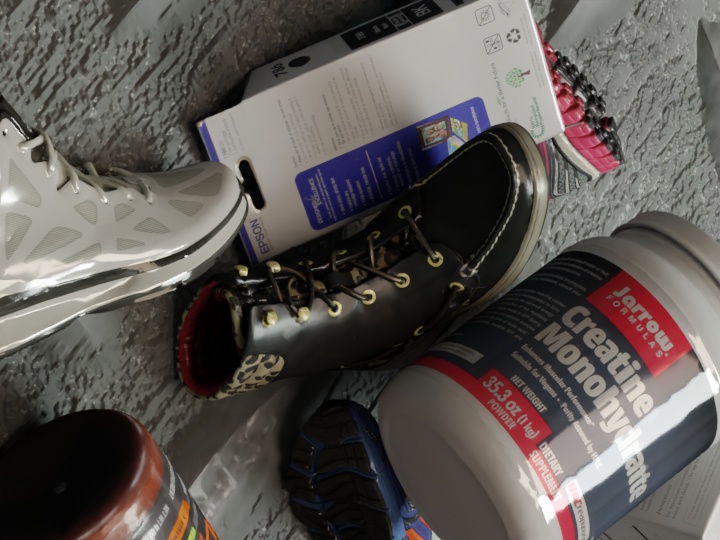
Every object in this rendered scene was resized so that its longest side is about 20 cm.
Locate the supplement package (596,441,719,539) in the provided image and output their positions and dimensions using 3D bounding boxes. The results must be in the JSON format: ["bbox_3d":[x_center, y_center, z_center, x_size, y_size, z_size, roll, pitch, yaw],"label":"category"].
[{"bbox_3d":[0.183,0.118,1.286,0.120,0.199,0.122,40,70,-43],"label":"supplement package"}]

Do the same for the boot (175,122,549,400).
[{"bbox_3d":[0.000,0.002,1.097,0.153,0.204,0.074,-11,63,-40],"label":"boot"}]

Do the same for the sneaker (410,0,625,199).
[{"bbox_3d":[0.082,-0.114,1.220,0.200,0.074,0.081,47,23,-30],"label":"sneaker"}]

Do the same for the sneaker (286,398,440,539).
[{"bbox_3d":[0.016,0.144,1.223,0.079,0.075,0.201,-59,142,-35],"label":"sneaker"}]

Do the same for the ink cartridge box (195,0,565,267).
[{"bbox_3d":[0.010,-0.087,1.134,0.199,0.039,0.100,-23,120,-7],"label":"ink cartridge box"}]

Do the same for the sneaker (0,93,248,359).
[{"bbox_3d":[-0.141,-0.041,0.998,0.200,0.075,0.116,-28,121,-36],"label":"sneaker"}]

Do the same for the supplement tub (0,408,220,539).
[{"bbox_3d":[-0.114,0.174,1.058,0.107,0.107,0.201,-49,131,-26],"label":"supplement tub"}]

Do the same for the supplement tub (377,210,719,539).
[{"bbox_3d":[0.122,0.070,1.139,0.199,0.140,0.141,-35,124,-21],"label":"supplement tub"}]
